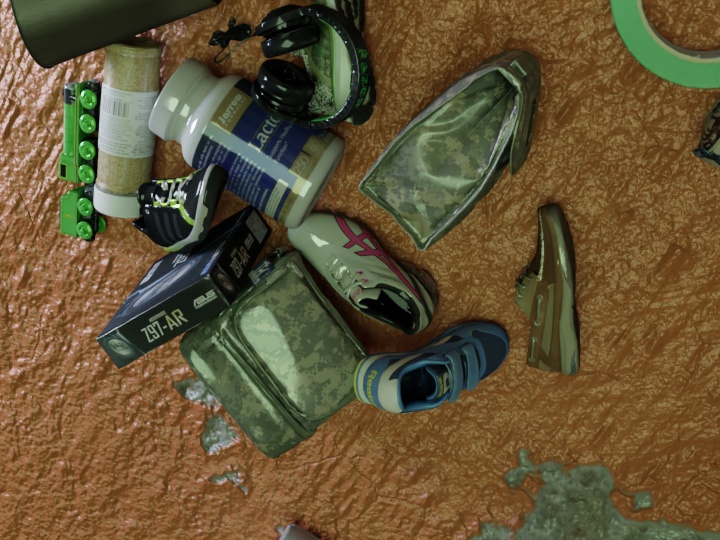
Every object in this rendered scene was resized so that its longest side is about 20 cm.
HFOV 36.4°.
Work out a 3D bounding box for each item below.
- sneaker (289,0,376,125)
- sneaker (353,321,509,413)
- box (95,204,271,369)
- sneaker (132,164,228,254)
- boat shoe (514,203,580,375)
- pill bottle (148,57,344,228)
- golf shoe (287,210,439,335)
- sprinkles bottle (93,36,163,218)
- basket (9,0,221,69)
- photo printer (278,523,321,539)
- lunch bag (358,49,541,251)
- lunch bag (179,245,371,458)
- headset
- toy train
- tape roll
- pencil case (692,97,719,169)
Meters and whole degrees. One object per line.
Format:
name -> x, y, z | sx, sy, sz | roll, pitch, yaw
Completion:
sneaker -> -0.043, -0.255, 1.185 | 0.088, 0.077, 0.203 | 0, 107, 25
sneaker -> 0.094, 0.115, 1.238 | 0.198, 0.082, 0.075 | -18, 106, -24
box -> -0.194, 0.014, 1.241 | 0.159, 0.200, 0.044 | -28, 108, 21
sneaker -> -0.207, -0.068, 1.201 | 0.082, 0.072, 0.200 | 24, 154, -15
boat shoe -> 0.206, 0.026, 1.227 | 0.071, 0.076, 0.202 | -2, 108, 15
pill bottle -> -0.126, -0.144, 1.215 | 0.199, 0.116, 0.116 | 31, 113, -1
golf shoe -> 0.000, 0.000, 1.253 | 0.199, 0.092, 0.073 | 32, 116, 1
sprinkles bottle -> -0.268, -0.165, 1.264 | 0.067, 0.068, 0.202 | 13, 112, 8
basket -> -0.257, -0.323, 1.170 | 0.197, 0.136, 0.183 | -10, 75, 9
photo printer -> -0.050, 0.449, 1.440 | 0.199, 0.070, 0.167 | 32, 113, 0
lunch bag -> 0.115, -0.138, 1.137 | 0.117, 0.164, 0.200 | 43, 113, 1
lunch bag -> -0.088, 0.090, 1.281 | 0.167, 0.139, 0.201 | -35, 99, 20
headset -> -0.073, -0.225, 1.158 | 0.198, 0.094, 0.125 | 19, 118, 24
toy train -> -0.332, -0.132, 1.308 | 0.056, 0.042, 0.202 | 14, 113, 18
tape roll -> 0.349, -0.286, 1.094 | 0.198, 0.048, 0.203 | 4, 111, 11
pencil case -> 0.440, -0.100, 1.120 | 0.199, 0.090, 0.078 | 32, 113, -1
